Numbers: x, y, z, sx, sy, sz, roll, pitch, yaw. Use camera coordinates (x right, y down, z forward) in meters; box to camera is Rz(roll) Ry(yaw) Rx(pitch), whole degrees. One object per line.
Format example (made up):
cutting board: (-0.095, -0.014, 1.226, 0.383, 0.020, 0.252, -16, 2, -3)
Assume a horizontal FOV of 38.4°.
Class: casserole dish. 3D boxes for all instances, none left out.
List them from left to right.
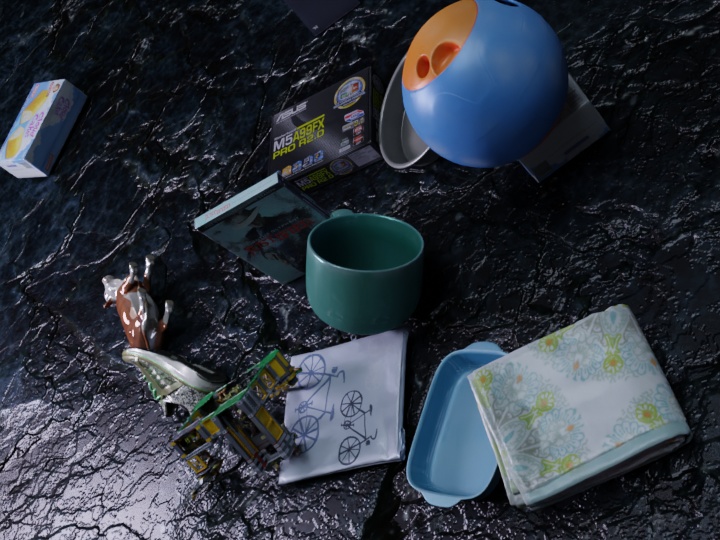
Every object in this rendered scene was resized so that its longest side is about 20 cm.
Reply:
casserole dish: (0.126, 0.180, 1.191, 0.120, 0.039, 0.201, 0, 61, 40)

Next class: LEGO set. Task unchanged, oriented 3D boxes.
LEGO set: (-0.146, 0.210, 1.357, 0.199, 0.116, 0.154, -35, 11, 22)

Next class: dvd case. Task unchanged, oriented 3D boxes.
dvd case: (-0.112, -0.053, 1.436, 0.145, 0.200, 0.022, -26, 53, 23)

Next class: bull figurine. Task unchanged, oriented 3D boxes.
bull figurine: (-0.357, 0.053, 1.657, 0.200, 0.065, 0.122, 53, 132, 40)

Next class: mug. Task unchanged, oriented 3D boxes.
mug: (0.009, 0.004, 1.345, 0.151, 0.115, 0.185, 10, 31, 12)

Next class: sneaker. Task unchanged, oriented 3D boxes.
sneaker: (-0.288, 0.168, 1.521, 0.199, 0.077, 0.089, 16, 88, 38)

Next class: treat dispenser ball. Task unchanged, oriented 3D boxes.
treat dispenser ball: (0.148, -0.225, 1.239, 0.200, 0.201, 0.202, -22, 49, 27)

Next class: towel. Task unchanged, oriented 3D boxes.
towel: (0.226, 0.143, 1.097, 0.199, 0.048, 0.172, -25, 55, 10)

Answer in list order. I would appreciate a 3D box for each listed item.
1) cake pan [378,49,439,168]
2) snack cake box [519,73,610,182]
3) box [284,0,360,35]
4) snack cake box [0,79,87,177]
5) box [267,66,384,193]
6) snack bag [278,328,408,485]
cake pan: (0.093, -0.237, 1.464, 0.200, 0.036, 0.202, -36, 46, 50)
snack cake box: (0.230, -0.225, 1.369, 0.115, 0.067, 0.201, -37, 44, 16)
box: (-0.109, -0.545, 1.784, 0.104, 0.200, 0.183, -32, 46, 17)
snack cake box: (-0.669, -0.297, 2.167, 0.114, 0.067, 0.201, 1, 62, 41)
box: (-0.054, -0.210, 1.614, 0.199, 0.044, 0.161, -21, 50, 28)
snack bag: (-0.019, 0.172, 1.332, 0.199, 0.021, 0.190, -18, 51, 31)
